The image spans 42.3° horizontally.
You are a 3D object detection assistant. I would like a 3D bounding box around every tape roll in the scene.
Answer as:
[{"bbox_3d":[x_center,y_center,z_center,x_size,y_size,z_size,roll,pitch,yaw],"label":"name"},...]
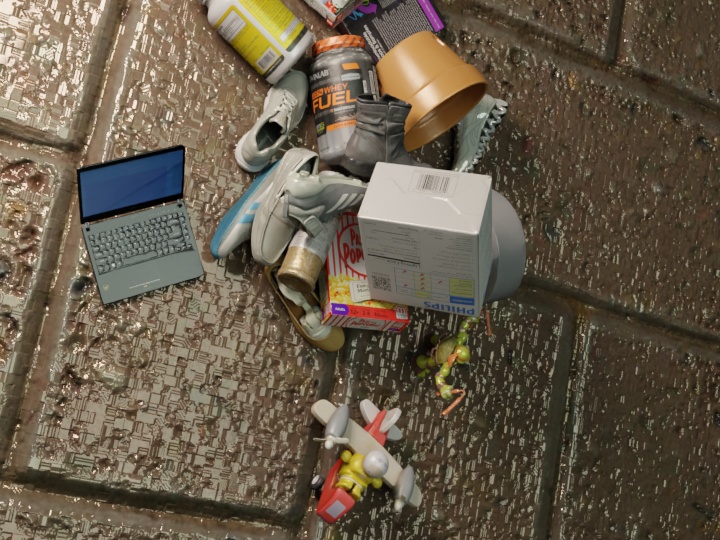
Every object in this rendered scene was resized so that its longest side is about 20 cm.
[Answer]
[{"bbox_3d":[0.209,-0.042,1.660,0.065,0.199,0.205,-12,89,-29],"label":"tape roll"}]

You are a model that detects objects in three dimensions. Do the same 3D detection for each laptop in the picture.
[{"bbox_3d":[-0.339,-0.071,1.455,0.174,0.103,0.205,-16,91,-25],"label":"laptop"}]

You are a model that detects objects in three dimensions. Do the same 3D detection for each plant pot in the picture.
[{"bbox_3d":[0.110,-0.327,1.663,0.198,0.200,0.141,-30,80,-25],"label":"plant pot"}]

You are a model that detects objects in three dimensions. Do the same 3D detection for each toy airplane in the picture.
[{"bbox_3d":[0.014,0.312,1.562,0.196,0.141,0.204,-2,85,-25],"label":"toy airplane"}]

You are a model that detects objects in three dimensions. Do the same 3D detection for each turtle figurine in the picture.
[{"bbox_3d":[0.146,0.155,1.631,0.064,0.161,0.204,27,74,-20],"label":"turtle figurine"}]

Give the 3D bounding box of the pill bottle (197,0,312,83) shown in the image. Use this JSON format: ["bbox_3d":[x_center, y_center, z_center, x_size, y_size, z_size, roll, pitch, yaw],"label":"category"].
[{"bbox_3d":[-0.183,-0.423,1.563,0.200,0.112,0.113,43,69,-15],"label":"pill bottle"}]

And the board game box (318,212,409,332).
[{"bbox_3d":[0.000,0.000,1.606,0.148,0.046,0.204,7,61,-25],"label":"board game box"}]

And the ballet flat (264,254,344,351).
[{"bbox_3d":[-0.098,0.063,1.575,0.068,0.063,0.201,-38,99,4],"label":"ballet flat"}]

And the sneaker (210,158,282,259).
[{"bbox_3d":[-0.171,-0.090,1.554,0.081,0.076,0.201,46,71,-20],"label":"sneaker"}]

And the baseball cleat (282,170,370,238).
[{"bbox_3d":[-0.050,-0.107,1.498,0.197,0.069,0.109,1,107,-42],"label":"baseball cleat"}]

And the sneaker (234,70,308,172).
[{"bbox_3d":[-0.135,-0.259,1.579,0.075,0.092,0.203,33,71,-18],"label":"sneaker"}]

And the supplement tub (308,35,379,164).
[{"bbox_3d":[-0.025,-0.295,1.619,0.120,0.122,0.205,-8,87,-26],"label":"supplement tub"}]

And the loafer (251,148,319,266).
[{"bbox_3d":[-0.121,-0.104,1.509,0.069,0.069,0.204,24,80,-39],"label":"loafer"}]

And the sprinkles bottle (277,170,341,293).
[{"bbox_3d":[-0.074,-0.065,1.543,0.067,0.068,0.203,30,64,-19],"label":"sprinkles bottle"}]

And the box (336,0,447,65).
[{"bbox_3d":[0.051,-0.467,1.723,0.199,0.036,0.145,-37,99,-25],"label":"box"}]

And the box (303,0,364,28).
[{"bbox_3d":[-0.031,-0.545,1.668,0.137,0.040,0.200,43,68,5],"label":"box"}]

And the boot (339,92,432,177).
[{"bbox_3d":[0.064,-0.217,1.550,0.197,0.069,0.134,5,110,-41],"label":"boot"}]

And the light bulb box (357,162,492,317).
[{"bbox_3d":[0.110,-0.048,1.494,0.194,0.202,0.126,10,52,15],"label":"light bulb box"}]

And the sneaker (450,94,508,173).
[{"bbox_3d":[0.205,-0.251,1.761,0.080,0.075,0.203,30,70,-4],"label":"sneaker"}]
